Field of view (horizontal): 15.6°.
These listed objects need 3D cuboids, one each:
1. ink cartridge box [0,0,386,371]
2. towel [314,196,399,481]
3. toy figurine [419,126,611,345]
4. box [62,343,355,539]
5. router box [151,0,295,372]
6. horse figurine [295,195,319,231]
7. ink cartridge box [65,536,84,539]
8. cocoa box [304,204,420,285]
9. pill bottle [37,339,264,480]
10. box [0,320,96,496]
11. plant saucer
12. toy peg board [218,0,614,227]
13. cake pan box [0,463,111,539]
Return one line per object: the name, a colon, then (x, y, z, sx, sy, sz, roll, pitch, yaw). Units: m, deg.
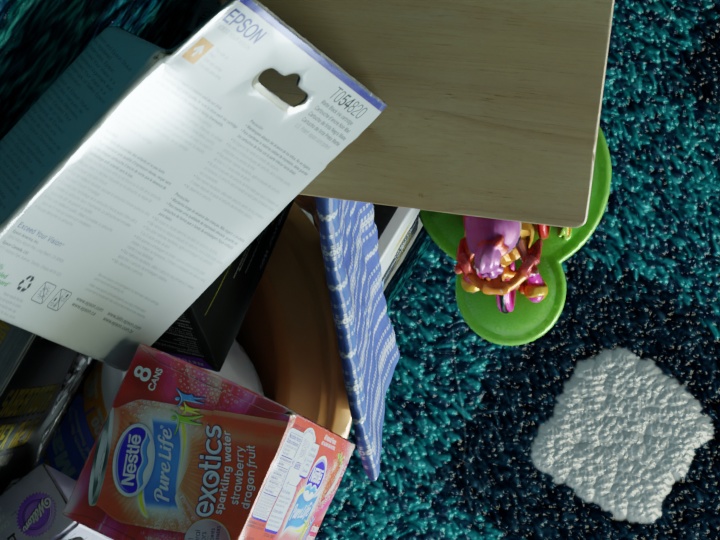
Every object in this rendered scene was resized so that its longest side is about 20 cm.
ink cartridge box: (-0.099, -0.048, 1.275, 0.200, 0.041, 0.200, -44, 156, 6)
towel: (0.000, 0.000, 1.528, 0.145, 0.024, 0.201, -81, 163, -62)
toy figurine: (0.092, -0.047, 1.840, 0.184, 0.149, 0.201, 5, 87, -78)
box: (-0.077, 0.112, 1.416, 0.100, 0.095, 0.200, -65, 168, -4)
router box: (-0.077, -0.064, 1.486, 0.149, 0.051, 0.201, 75, 34, -60)
horse figurine: (-0.076, 0.010, 1.787, 0.201, 0.132, 0.050, -60, 172, 5)
ink cartridge box: (-0.233, 0.223, 1.397, 0.199, 0.068, 0.115, -13, 144, -32)
cocoa box: (-0.060, 0.008, 1.899, 0.201, 0.133, 0.131, -59, 175, -6)
pill bottle: (-0.153, 0.113, 1.620, 0.200, 0.112, 0.112, -37, -169, 46)
box: (-0.193, 0.056, 1.448, 0.159, 0.048, 0.200, -59, 174, 2)
plant saucer: (-0.072, 0.047, 1.633, 0.037, 0.201, 0.201, -9, 141, -34)
toy peg board: (0.032, -0.140, 1.361, 0.098, 0.199, 0.200, -77, 173, -50)
cake pan box: (-0.201, 0.206, 1.525, 0.200, 0.052, 0.184, -39, 153, 7)
